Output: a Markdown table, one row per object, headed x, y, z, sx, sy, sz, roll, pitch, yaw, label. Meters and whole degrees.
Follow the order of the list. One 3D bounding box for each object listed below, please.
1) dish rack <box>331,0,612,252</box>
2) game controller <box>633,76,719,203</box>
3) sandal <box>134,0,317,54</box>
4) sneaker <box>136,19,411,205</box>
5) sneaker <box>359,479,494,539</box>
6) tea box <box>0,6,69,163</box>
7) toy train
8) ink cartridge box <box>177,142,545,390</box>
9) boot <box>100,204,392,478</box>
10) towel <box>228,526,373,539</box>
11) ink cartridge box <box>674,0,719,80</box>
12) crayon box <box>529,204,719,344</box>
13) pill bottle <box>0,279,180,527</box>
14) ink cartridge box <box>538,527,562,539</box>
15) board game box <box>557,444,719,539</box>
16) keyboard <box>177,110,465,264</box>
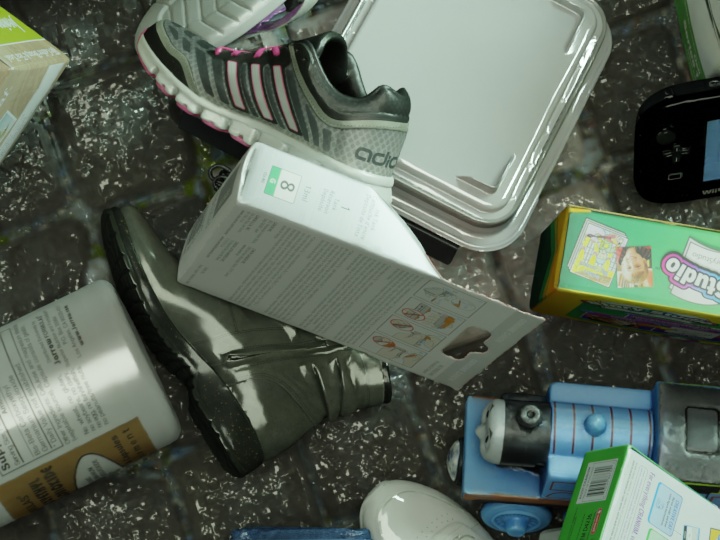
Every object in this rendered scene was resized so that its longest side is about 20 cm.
| x | y | z | sx | sy | sz | roll | pitch | yaw | label |
| --- | --- | --- | --- | --- | --- | --- | --- | --- | --- |
| 0.061 | -0.129 | 1.599 | 0.171 | 0.044 | 0.200 | 27 | 67 | 2 | dish rack |
| 0.274 | -0.091 | 1.600 | 0.199 | 0.105 | 0.042 | -9 | 45 | -2 | game controller |
| -0.055 | -0.187 | 1.621 | 0.202 | 0.083 | 0.050 | -34 | 129 | 3 | sandal |
| -0.048 | -0.117 | 1.533 | 0.200 | 0.074 | 0.088 | 32 | 101 | 24 | sneaker |
| 0.086 | 0.201 | 1.561 | 0.200 | 0.100 | 0.075 | 44 | 67 | 0 | sneaker |
| -0.326 | -0.105 | 1.545 | 0.197 | 0.134 | 0.200 | 37 | 101 | 3 | tea box |
| 0.156 | 0.118 | 1.558 | 0.199 | 0.114 | 0.087 | 6 | 61 | -2 | toy train |
| 0.000 | 0.000 | 1.517 | 0.199 | 0.161 | 0.050 | 19 | 68 | -11 | ink cartridge box |
| -0.073 | 0.024 | 1.605 | 0.130 | 0.068 | 0.200 | -30 | 87 | -15 | boot |
| -0.038 | 0.262 | 1.563 | 0.111 | 0.049 | 0.201 | -2 | 80 | 30 | towel |
| 0.286 | -0.179 | 1.555 | 0.146 | 0.200 | 0.085 | -10 | 83 | -2 | ink cartridge box |
| 0.214 | 0.009 | 1.549 | 0.199 | 0.173 | 0.058 | 9 | 84 | -1 | crayon box |
| -0.224 | 0.098 | 1.559 | 0.200 | 0.114 | 0.115 | -26 | 85 | -4 | pill bottle |
| 0.189 | 0.260 | 1.524 | 0.200 | 0.044 | 0.174 | 17 | 70 | -35 | ink cartridge box |
| 0.195 | 0.219 | 1.484 | 0.200 | 0.040 | 0.153 | 35 | 61 | -27 | board game box |
| -0.025 | -0.062 | 1.595 | 0.200 | 0.021 | 0.127 | 26 | 48 | 2 | keyboard |
